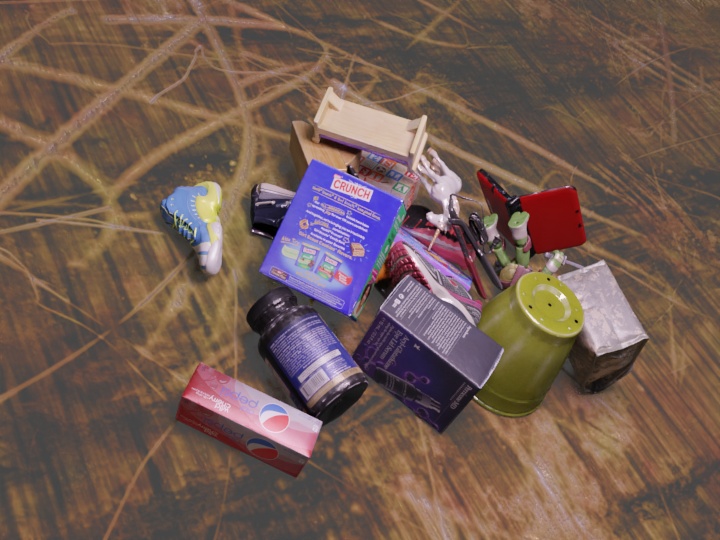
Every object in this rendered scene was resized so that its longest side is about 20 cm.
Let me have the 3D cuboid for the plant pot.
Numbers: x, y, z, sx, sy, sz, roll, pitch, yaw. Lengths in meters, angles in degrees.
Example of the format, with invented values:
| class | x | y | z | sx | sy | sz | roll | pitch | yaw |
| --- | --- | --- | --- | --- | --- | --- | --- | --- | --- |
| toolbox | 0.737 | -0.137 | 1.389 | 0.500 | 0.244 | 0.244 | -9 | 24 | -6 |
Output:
| class | x | y | z | sx | sy | sz | roll | pitch | yaw |
| --- | --- | --- | --- | --- | --- | --- | --- | --- | --- |
| plant pot | 0.277 | 0.111 | 1.312 | 0.196 | 0.194 | 0.203 | 14 | 46 | -15 |

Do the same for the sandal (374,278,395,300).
| class | x | y | z | sx | sy | sz | roll | pitch | yaw |
| --- | --- | --- | --- | --- | --- | --- | --- | --- | --- |
| sandal | 0.090 | 0.044 | 1.349 | 0.082 | 0.055 | 0.200 | -44 | 73 | -3 |

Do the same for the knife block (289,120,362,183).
| class | x | y | z | sx | sy | sz | roll | pitch | yaw |
| --- | --- | --- | --- | --- | --- | --- | --- | --- | --- |
| knife block | -0.079 | -0.173 | 1.374 | 0.197 | 0.065 | 0.176 | 27 | 43 | 14 |

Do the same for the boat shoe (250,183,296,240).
| class | x | y | z | sx | sy | sz | roll | pitch | yaw |
| --- | --- | --- | --- | --- | --- | --- | --- | --- | --- |
| boat shoe | -0.107 | -0.088 | 1.385 | 0.196 | 0.075 | 0.094 | 10 | 52 | -7 |

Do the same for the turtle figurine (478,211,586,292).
| class | x | y | z | sx | sy | sz | roll | pitch | yaw |
| --- | --- | --- | --- | --- | --- | --- | --- | --- | --- |
| turtle figurine | 0.313 | -0.030 | 1.474 | 0.198 | 0.196 | 0.144 | -32 | 28 | -12 |

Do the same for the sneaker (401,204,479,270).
| class | x | y | z | sx | sy | sz | roll | pitch | yaw |
| --- | --- | --- | --- | --- | --- | --- | --- | --- | --- |
| sneaker | 0.136 | -0.057 | 1.479 | 0.198 | 0.088 | 0.074 | 25 | 46 | 30 |

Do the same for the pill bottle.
| class | x | y | z | sx | sy | sz | roll | pitch | yaw |
| --- | --- | --- | --- | --- | --- | --- | --- | --- | --- |
| pill bottle | -0.087 | 0.127 | 1.172 | 0.111 | 0.113 | 0.201 | -23 | 65 | -39 |

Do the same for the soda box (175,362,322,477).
| class | x | y | z | sx | sy | sz | roll | pitch | yaw |
| --- | --- | --- | --- | --- | --- | --- | --- | --- | --- |
| soda box | -0.159 | 0.213 | 1.090 | 0.197 | 0.070 | 0.064 | 26 | 46 | -4 |

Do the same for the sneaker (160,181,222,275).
| class | x | y | z | sx | sy | sz | roll | pitch | yaw |
| --- | --- | --- | --- | --- | --- | --- | --- | --- | --- |
| sneaker | -0.283 | -0.069 | 1.283 | 0.103 | 0.077 | 0.202 | 0 | 44 | -11 |

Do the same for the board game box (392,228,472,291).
| class | x | y | z | sx | sy | sz | roll | pitch | yaw |
| --- | --- | --- | --- | --- | --- | --- | --- | --- | --- |
| board game box | 0.109 | -0.017 | 1.395 | 0.198 | 0.045 | 0.134 | 36 | 10 | 6 |

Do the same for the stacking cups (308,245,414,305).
| class | x | y | z | sx | sy | sz | roll | pitch | yaw |
| --- | --- | --- | --- | --- | --- | --- | --- | --- | --- |
| stacking cups | 0.000 | 0.000 | 1.306 | 0.196 | 0.061 | 0.061 | -18 | 57 | -6 |

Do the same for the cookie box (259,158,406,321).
| class | x | y | z | sx | sy | sz | roll | pitch | yaw |
| --- | --- | --- | --- | --- | --- | --- | --- | --- | --- |
| cookie box | -0.041 | -0.048 | 1.235 | 0.169 | 0.075 | 0.203 | 25 | 84 | 10 |

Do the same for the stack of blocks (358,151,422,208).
| class | x | y | z | sx | sy | sz | roll | pitch | yaw |
| --- | --- | --- | --- | --- | --- | --- | --- | --- | --- |
| stack of blocks | 0.006 | -0.177 | 1.492 | 0.197 | 0.059 | 0.115 | 26 | 43 | 14 |

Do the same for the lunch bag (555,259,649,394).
| class | x | y | z | sx | sy | sz | roll | pitch | yaw |
| --- | --- | --- | --- | --- | --- | --- | --- | --- | --- |
| lunch bag | 0.418 | 0.110 | 1.386 | 0.115 | 0.201 | 0.166 | -18 | 60 | -6 |

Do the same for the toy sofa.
| class | x | y | z | sx | sy | sz | roll | pitch | yaw |
| --- | --- | --- | --- | --- | --- | --- | --- | --- | --- |
| toy sofa | 0.017 | -0.243 | 1.376 | 0.196 | 0.098 | 0.084 | 18 | 66 | 7 |

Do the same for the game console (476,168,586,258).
| class | x | y | z | sx | sy | sz | roll | pitch | yaw |
| --- | --- | --- | --- | --- | --- | --- | --- | --- | --- |
| game console | 0.336 | -0.124 | 1.510 | 0.118 | 0.201 | 0.173 | -36 | 52 | -1 |

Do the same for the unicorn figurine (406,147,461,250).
| class | x | y | z | sx | sy | sz | roll | pitch | yaw |
| --- | --- | --- | --- | --- | --- | --- | --- | --- | --- |
| unicorn figurine | 0.146 | -0.152 | 1.436 | 0.138 | 0.074 | 0.200 | 48 | 43 | -2 |

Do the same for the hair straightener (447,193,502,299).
| class | x | y | z | sx | sy | sz | roll | pitch | yaw |
| --- | --- | --- | --- | --- | --- | --- | --- | --- | --- |
| hair straightener | 0.214 | -0.052 | 1.391 | 0.076 | 0.041 | 0.203 | -26 | 102 | -4 |

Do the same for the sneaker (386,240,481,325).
| class | x | y | z | sx | sy | sz | roll | pitch | yaw |
| --- | --- | --- | --- | --- | --- | --- | --- | --- | --- |
| sneaker | 0.122 | 0.027 | 1.280 | 0.200 | 0.080 | 0.075 | 47 | 55 | -14 |

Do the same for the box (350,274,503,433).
| class | x | y | z | sx | sy | sz | roll | pitch | yaw |
| --- | --- | --- | --- | --- | --- | --- | --- | --- | --- |
| box | 0.104 | 0.135 | 1.235 | 0.199 | 0.149 | 0.104 | 37 | 45 | 8 |
